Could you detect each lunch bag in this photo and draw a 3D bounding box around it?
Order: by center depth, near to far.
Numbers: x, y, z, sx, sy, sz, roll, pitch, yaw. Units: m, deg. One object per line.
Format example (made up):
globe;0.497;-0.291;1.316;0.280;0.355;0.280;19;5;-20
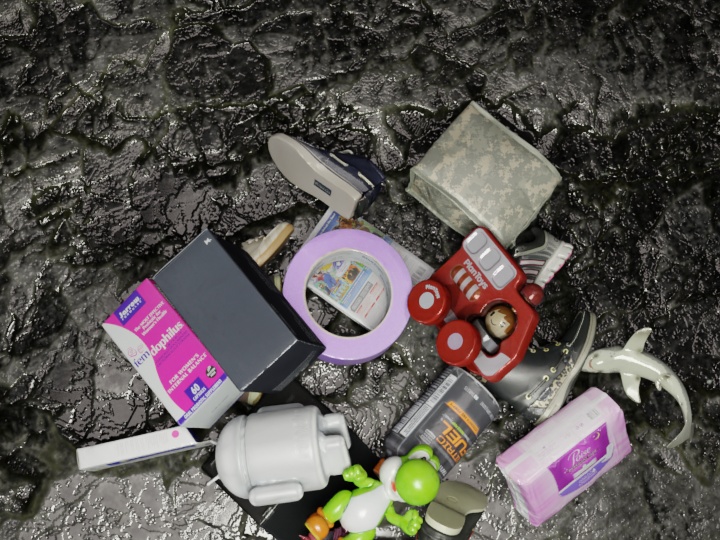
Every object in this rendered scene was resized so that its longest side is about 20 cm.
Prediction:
lunch bag;0.200;-0.139;1.390;0.200;0.118;0.164;39;77;9

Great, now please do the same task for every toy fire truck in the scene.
toy fire truck;0.179;0.053;1.283;0.168;0.112;0.201;-45;55;14

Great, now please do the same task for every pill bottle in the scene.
pill bottle;0.108;0.248;1.298;0.106;0.106;0.200;42;78;5

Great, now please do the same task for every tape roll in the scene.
tape roll;-0.021;0.041;1.338;0.198;0.066;0.203;1;76;-5

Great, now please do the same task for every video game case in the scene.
video game case;0.000;0.000;1.391;0.199;0.018;0.144;35;77;3

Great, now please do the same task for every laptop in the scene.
laptop;-0.093;0.296;1.295;0.199;0.116;0.187;37;76;21

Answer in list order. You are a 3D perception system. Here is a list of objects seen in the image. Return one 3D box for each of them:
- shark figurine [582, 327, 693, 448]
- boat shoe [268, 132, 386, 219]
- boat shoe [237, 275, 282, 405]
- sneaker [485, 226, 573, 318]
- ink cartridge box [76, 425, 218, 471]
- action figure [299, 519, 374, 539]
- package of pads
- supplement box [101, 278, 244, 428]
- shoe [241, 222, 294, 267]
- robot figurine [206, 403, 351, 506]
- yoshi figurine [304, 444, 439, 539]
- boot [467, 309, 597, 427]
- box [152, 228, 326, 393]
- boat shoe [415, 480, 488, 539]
shark figurine;0.463;0.168;1.366;0.214;0.089;0.129;40;110;13
boat shoe;-0.051;-0.168;1.408;0.200;0.075;0.093;40;52;12
boat shoe;-0.163;0.102;1.326;0.065;0.072;0.203;10;81;-7
sneaker;0.250;0.007;1.384;0.087;0.074;0.200;41;72;5
ink cartridge box;-0.302;0.256;1.266;0.198;0.095;0.038;-9;77;-7
action figure;0.003;0.416;1.236;0.198;0.149;0.135;26;82;-13
package of pads;0.304;0.276;1.299;0.199;0.121;0.076;-34;40;-11
supplement box;-0.266;0.121;1.270;0.101;0.103;0.200;-45;71;4
shoe;-0.186;-0.012;1.351;0.200;0.070;0.053;-44;92;-10
robot figurine;-0.113;0.249;1.192;0.198;0.114;0.170;-9;33;4
yoshi figurine;0.029;0.310;1.166;0.199;0.113;0.112;-37;48;-11
boot;0.268;0.125;1.357;0.153;0.074;0.205;28;77;4
box;-0.163;0.062;1.208;0.104;0.182;0.200;-41;76;1
boat shoe;0.129;0.355;1.244;0.073;0.201;0.064;23;103;18
